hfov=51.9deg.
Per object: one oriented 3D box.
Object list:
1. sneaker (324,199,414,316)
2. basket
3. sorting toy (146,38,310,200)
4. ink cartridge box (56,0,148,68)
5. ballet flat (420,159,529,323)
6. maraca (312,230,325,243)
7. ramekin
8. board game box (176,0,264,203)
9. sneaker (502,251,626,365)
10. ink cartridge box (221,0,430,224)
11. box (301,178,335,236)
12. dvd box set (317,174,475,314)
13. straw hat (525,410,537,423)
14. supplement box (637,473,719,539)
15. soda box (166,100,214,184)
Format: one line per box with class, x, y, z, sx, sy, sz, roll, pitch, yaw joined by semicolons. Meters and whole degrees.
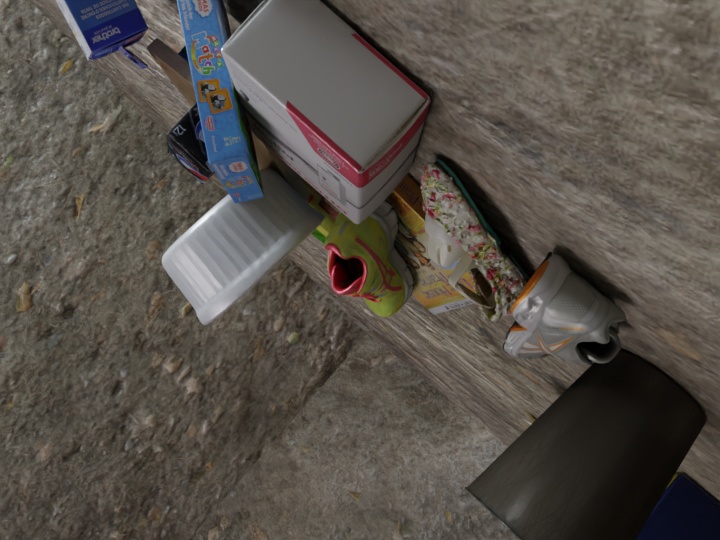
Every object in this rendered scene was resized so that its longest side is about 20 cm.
sneaker;0.000;0.000;0.821;0.078;0.090;0.200;23;153;29
basket;0.222;0.186;0.714;0.136;0.200;0.180;44;172;-16
sorting toy;-0.144;-0.201;0.940;0.199;0.070;0.200;40;173;19
ink cartridge box;-0.314;-0.322;0.855;0.201;0.076;0.136;68;165;-19
ballet flat;0.102;-0.015;0.692;0.200;0.064;0.076;47;-178;-35
maraca;-0.113;-0.108;1.194;0.200;0.107;0.137;44;173;-23
ramekin;-0.148;-0.035;0.910;0.098;0.200;0.200;48;173;-8
board game box;-0.132;-0.178;0.687;0.151;0.036;0.201;102;155;-83
sneaker;0.186;0.059;0.673;0.092;0.076;0.200;35;173;19
ink cartridge box;-0.026;-0.130;0.635;0.146;0.083;0.200;41;173;5
box;-0.060;-0.106;1.051;0.200;0.075;0.050;41;174;17
dvd box set;0.055;-0.035;0.831;0.200;0.029;0.146;44;155;-11
straw hat;0.334;0.262;1.075;0.202;0.085;0.201;55;180;-1
supplement box;0.428;0.356;1.019;0.109;0.109;0.200;40;174;15
soda box;-0.180;-0.150;0.862;0.063;0.071;0.200;42;173;-13
